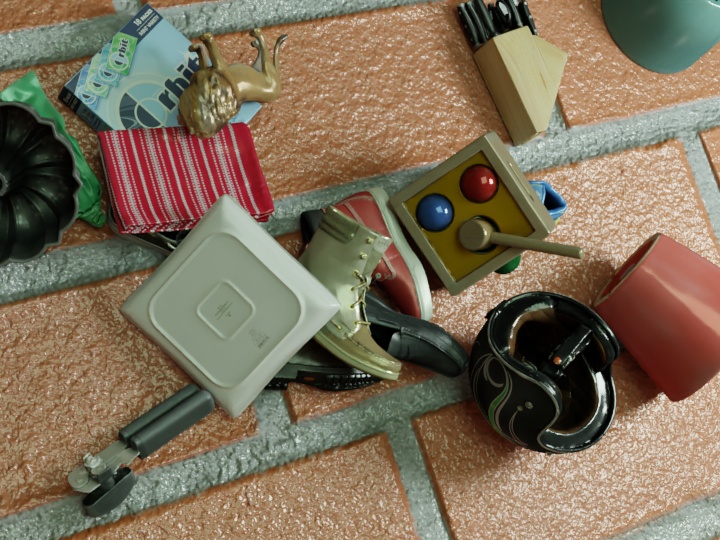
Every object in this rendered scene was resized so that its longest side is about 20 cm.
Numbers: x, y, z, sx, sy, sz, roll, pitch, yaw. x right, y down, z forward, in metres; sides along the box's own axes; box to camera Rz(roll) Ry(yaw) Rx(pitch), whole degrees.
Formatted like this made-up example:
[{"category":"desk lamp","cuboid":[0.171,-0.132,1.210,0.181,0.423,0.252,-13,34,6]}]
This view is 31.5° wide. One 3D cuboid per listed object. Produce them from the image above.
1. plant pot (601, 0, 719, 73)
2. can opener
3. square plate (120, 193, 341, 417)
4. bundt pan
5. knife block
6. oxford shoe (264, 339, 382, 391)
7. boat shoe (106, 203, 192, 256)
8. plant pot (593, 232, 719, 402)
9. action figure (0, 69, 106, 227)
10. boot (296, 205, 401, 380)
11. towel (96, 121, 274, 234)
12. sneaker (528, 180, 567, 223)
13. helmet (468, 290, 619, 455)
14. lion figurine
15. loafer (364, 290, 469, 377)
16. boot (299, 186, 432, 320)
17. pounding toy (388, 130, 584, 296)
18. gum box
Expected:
[{"category":"plant pot","cuboid":[0.501,-0.429,1.979,0.200,0.161,0.201,7,73,-22]},{"category":"can opener","cuboid":[-0.259,0.209,1.520,0.200,0.053,0.067,-38,127,-27]},{"category":"square plate","cuboid":[-0.160,0.045,1.545,0.198,0.028,0.200,44,99,1]},{"category":"bundt pan","cuboid":[-0.419,-0.111,1.478,0.201,0.076,0.202,-1,112,-4]},{"category":"knife block","cuboid":[0.206,-0.305,1.865,0.175,0.064,0.200,25,67,-15]},{"category":"oxford shoe","cuboid":[-0.050,0.108,1.626,0.200,0.073,0.085,8,65,-25]},{"category":"boat shoe","cuboid":[-0.216,-0.047,1.598,0.200,0.064,0.071,17,68,-19]},{"category":"plant pot","cuboid":[0.441,0.055,1.807,0.177,0.200,0.200,41,63,3]},{"category":"action figure","cuboid":[-0.379,-0.131,1.555,0.118,0.055,0.200,-45,102,-29]},{"category":"boot","cuboid":[-0.002,0.027,1.573,0.200,0.072,0.155,36,95,20]},{"category":"towel","cuboid":[-0.215,-0.118,1.581,0.200,0.022,0.145,-7,67,-26]},{"category":"sneaker","cuboid":[0.200,-0.111,1.781,0.200,0.105,0.076,15,69,-20]},{"category":"helmet","cuboid":[0.239,0.142,1.679,0.199,0.191,0.200,-2,49,2]},{"category":"lion figurine","cuboid":[-0.153,-0.240,1.630,0.200,0.072,0.123,-18,86,-38]},{"category":"loafer","cuboid":[0.045,0.090,1.649,0.200,0.068,0.070,28,47,-4]},{"category":"boot","cuboid":[0.000,0.000,1.682,0.144,0.072,0.200,-21,78,-26]},{"category":"pounding toy","cuboid":[0.169,-0.064,1.685,0.184,0.142,0.200,-34,90,16]},{"category":"gum box","cuboid":[-0.254,-0.217,1.641,0.200,0.045,0.170,42,63,-8]}]
